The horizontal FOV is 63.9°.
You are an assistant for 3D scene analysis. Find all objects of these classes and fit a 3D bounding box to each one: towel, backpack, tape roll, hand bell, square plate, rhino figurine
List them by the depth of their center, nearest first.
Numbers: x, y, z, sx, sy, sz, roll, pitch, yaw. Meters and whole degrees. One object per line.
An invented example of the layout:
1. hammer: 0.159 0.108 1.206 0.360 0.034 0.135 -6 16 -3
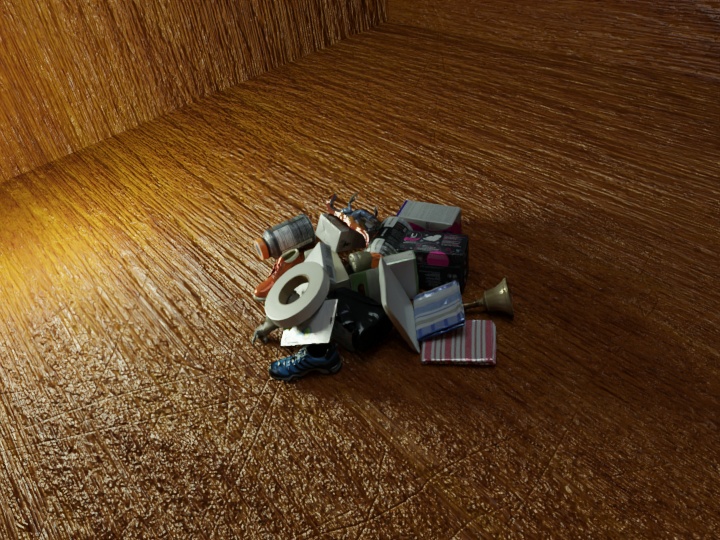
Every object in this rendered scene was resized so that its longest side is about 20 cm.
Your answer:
1. towel: 0.258 0.192 1.520 0.194 0.030 0.148 -2 38 15
2. square plate: 0.099 0.095 1.550 0.028 0.200 0.202 -23 35 16
3. tape roll: -0.172 0.063 1.572 0.199 0.037 0.206 -25 37 20
4. backpack: -0.025 0.133 1.574 0.198 0.130 0.165 25 37 38
5. towel: 0.213 0.107 1.588 0.144 0.024 0.202 -22 28 15
6. hand bell: 0.318 0.094 1.601 0.195 0.106 0.105 -14 35 17
7. rhino figurine: -0.244 0.132 1.649 0.201 0.060 0.087 -48 28 -9

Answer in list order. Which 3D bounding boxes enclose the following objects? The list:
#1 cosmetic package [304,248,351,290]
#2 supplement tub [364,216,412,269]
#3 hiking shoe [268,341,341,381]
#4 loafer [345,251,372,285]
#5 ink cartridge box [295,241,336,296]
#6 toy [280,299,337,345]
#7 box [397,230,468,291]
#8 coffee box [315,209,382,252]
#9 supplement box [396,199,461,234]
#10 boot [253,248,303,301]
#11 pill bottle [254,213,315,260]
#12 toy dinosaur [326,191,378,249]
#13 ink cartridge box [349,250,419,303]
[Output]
1. cosmetic package: -0.101 0.010 1.790 0.101 0.074 0.201 -18 39 -10
2. supplement tub: 0.084 -0.065 1.801 0.120 0.125 0.201 9 41 23
3. hiking shoe: -0.149 0.229 1.511 0.194 0.088 0.075 -11 37 -1
4. loafer: 0.000 0.000 1.698 0.067 0.201 0.077 -16 75 -11
5. ink cartridge box: -0.146 0.042 1.700 0.046 0.201 0.162 20 35 -28
6. toy: -0.129 0.146 1.541 0.197 0.047 0.118 -8 62 41
7. box: 0.220 -0.030 1.719 0.195 0.135 0.116 6 36 19
8. coffee box: -0.032 -0.132 1.878 0.197 0.081 0.114 -12 42 -42
9. supplement box: 0.226 -0.151 1.894 0.195 0.103 0.104 10 42 24
10. boot: -0.259 0.013 1.795 0.199 0.109 0.074 -36 46 -28
11. pill bottle: -0.257 -0.106 1.942 0.197 0.108 0.106 -26 40 -20
12. toy dinosaur: -0.034 -0.175 1.785 0.177 0.107 0.202 8 40 14
13. ink cartridge box: 0.068 0.033 1.661 0.194 0.148 0.048 -13 37 -3
